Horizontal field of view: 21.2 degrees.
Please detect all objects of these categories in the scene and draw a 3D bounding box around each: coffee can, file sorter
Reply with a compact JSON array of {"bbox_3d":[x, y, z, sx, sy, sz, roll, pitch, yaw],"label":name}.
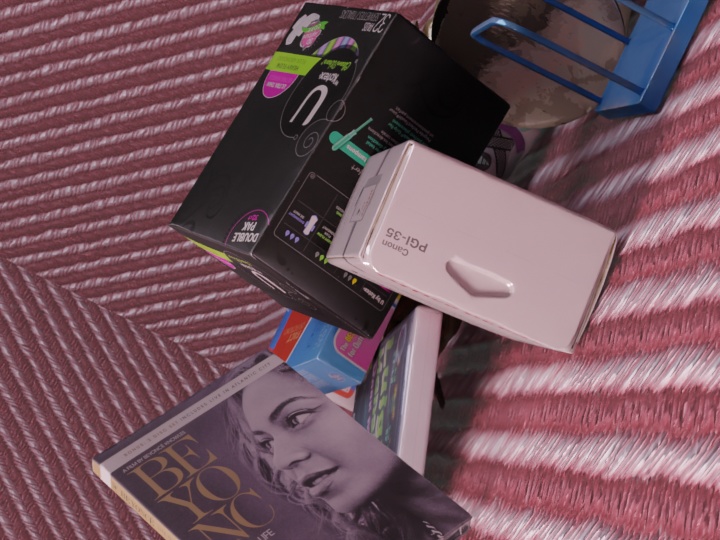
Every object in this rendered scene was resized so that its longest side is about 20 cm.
[{"bbox_3d":[0.141,-0.224,1.483,0.147,0.145,0.201,-60,7,37],"label":"coffee can"},{"bbox_3d":[0.174,-0.220,1.288,0.201,0.122,0.139,-64,6,0],"label":"file sorter"}]

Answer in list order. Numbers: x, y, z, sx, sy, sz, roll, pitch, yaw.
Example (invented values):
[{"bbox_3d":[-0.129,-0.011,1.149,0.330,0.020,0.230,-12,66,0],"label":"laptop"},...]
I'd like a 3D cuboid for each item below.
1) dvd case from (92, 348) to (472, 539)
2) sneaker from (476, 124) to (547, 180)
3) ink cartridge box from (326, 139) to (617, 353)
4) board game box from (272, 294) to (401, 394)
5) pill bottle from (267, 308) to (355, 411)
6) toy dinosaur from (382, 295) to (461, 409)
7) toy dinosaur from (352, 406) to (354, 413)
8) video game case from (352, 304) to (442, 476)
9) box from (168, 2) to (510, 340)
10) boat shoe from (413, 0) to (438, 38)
[{"bbox_3d":[-0.051,0.139,1.204,0.148,0.200,0.016,-32,-40,-30],"label":"dvd case"},{"bbox_3d":[0.077,-0.081,1.659,0.140,0.078,0.200,-51,1,-16],"label":"sneaker"},{"bbox_3d":[0.067,-0.014,1.229,0.200,0.146,0.083,-176,109,-83],"label":"ink cartridge box"},{"bbox_3d":[0.000,0.000,1.502,0.201,0.040,0.153,-65,14,-18],"label":"board game box"},{"bbox_3d":[-0.008,0.029,1.925,0.201,0.112,0.112,-64,6,-3],"label":"pill bottle"},{"bbox_3d":[0.062,0.012,1.532,0.136,0.085,0.201,-53,16,32],"label":"toy dinosaur"},{"bbox_3d":[0.024,0.040,1.691,0.201,0.088,0.048,-61,6,30],"label":"toy dinosaur"},{"bbox_3d":[0.015,0.143,1.386,0.182,0.023,0.202,132,148,-70],"label":"video game case"},{"bbox_3d":[-0.017,-0.075,1.394,0.201,0.124,0.148,-59,29,-7],"label":"box"},{"bbox_3d":[0.079,-0.209,1.622,0.074,0.062,0.201,77,-154,-55],"label":"boat shoe"}]
